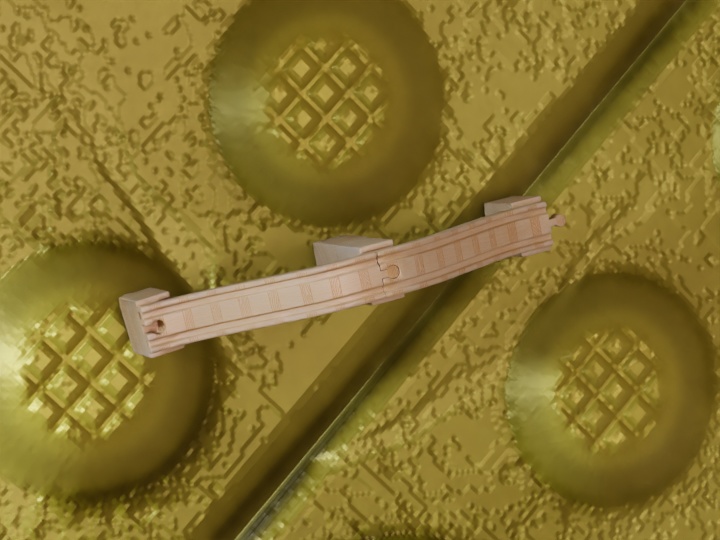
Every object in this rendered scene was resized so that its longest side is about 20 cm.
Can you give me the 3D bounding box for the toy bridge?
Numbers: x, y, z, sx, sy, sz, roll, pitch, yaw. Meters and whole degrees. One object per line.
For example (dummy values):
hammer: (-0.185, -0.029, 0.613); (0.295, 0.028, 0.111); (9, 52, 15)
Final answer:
toy bridge: (0.000, 0.000, 0.806); (0.199, 0.067, 0.027); (-15, 97, -19)
